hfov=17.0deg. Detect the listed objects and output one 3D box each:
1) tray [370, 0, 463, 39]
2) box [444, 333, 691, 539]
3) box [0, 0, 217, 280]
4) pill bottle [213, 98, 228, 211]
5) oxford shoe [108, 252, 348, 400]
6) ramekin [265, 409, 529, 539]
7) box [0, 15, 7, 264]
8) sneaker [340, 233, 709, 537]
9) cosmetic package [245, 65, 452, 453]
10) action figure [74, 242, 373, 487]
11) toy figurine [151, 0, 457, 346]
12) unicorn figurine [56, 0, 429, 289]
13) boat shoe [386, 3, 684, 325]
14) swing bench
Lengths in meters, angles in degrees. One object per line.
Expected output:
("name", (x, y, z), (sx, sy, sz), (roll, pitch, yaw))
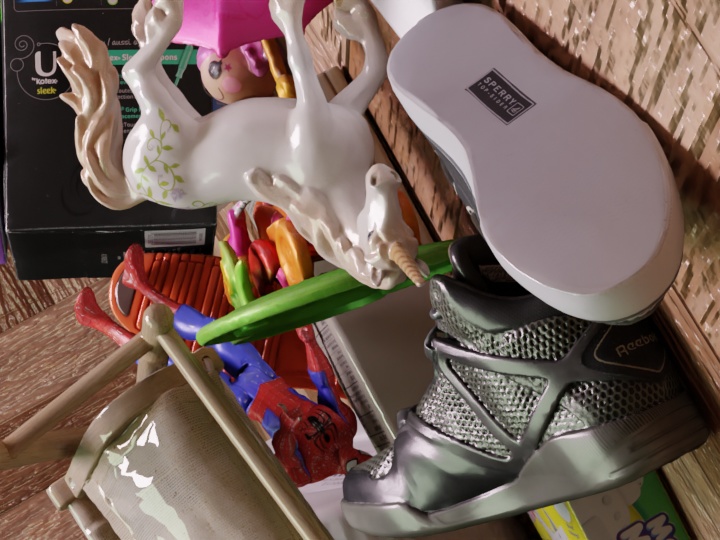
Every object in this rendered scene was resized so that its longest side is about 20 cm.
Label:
("tray", (-0.007, -0.166, 1.008), (0.200, 0.022, 0.108), (55, 168, 38))
("box", (0.105, 0.102, 1.117), (0.201, 0.048, 0.117), (61, 172, -9))
("box", (-0.149, -0.107, 1.423), (0.149, 0.124, 0.201), (115, 153, -77))
("pill bottle", (-0.165, -0.132, 1.699), (0.200, 0.112, 0.112), (57, 170, 23))
("oxford shoe", (-0.055, 0.037, 1.429), (0.199, 0.071, 0.073), (19, -179, -10))
("ramekin", (-0.005, 0.155, 1.435), (0.200, 0.200, 0.098), (-149, 39, -72))
("box", (-0.232, -0.122, 1.432), (0.137, 0.039, 0.201), (99, 169, -65))
("sneaker", (0.052, 0.047, 1.008), (0.199, 0.076, 0.115), (-27, 83, 52))
("cosmetic package", (0.000, 0.000, 1.303), (0.201, 0.073, 0.104), (61, 172, 2))
("action figure", (-0.065, 0.048, 1.311), (0.200, 0.065, 0.099), (36, 150, 16))
("toy figurine", (-0.037, -0.070, 1.152), (0.200, 0.150, 0.185), (148, 105, -74))
("unicorn figurine", (-0.037, -0.059, 1.034), (0.074, 0.199, 0.138), (3, -93, -56))
("boat shoe", (0.069, -0.034, 0.871), (0.057, 0.068, 0.200), (58, 180, -36))
("swing bench", (-0.074, 0.144, 1.198), (0.199, 0.130, 0.200), (53, 179, 12))
